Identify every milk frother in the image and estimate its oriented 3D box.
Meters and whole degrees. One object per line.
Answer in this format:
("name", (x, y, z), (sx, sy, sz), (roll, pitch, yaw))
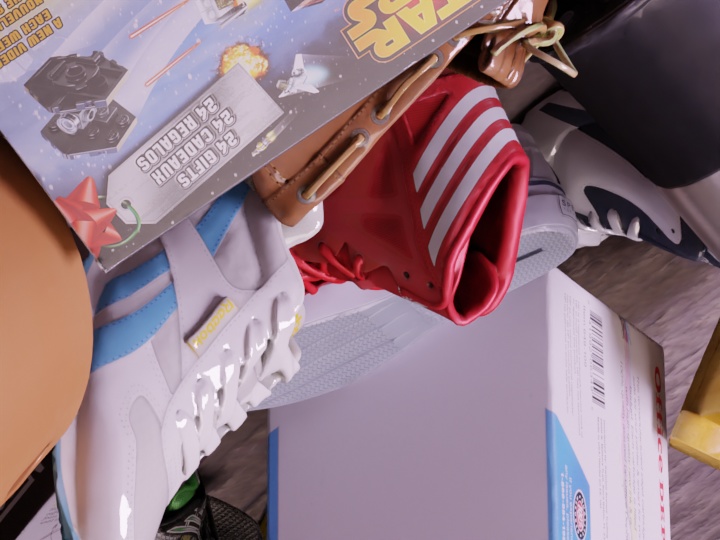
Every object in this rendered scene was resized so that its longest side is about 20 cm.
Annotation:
("milk frother", (0.202, -0.089, 0.892), (0.181, 0.188, 0.200), (-53, -163, -26))

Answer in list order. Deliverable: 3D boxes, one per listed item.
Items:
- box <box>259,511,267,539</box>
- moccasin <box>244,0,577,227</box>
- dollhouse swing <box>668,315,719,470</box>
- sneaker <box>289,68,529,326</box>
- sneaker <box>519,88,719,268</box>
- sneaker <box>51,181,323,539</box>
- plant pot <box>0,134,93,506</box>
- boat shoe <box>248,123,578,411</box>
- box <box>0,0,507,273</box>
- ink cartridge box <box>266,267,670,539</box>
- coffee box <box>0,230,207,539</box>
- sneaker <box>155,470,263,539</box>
("box", (0.030, 0.215, 1.329), (0.121, 0.193, 0.201), (-18, 153, -28))
("moccasin", (0.038, -0.092, 0.849), (0.201, 0.078, 0.074), (-38, -173, -11))
("dollhouse swing", (0.262, 0.021, 1.143), (0.201, 0.181, 0.176), (-66, -168, -5))
("sneaker", (-0.015, -0.006, 0.935), (0.200, 0.116, 0.078), (-44, 153, 27))
("sneaker", (0.132, -0.025, 1.059), (0.079, 0.130, 0.199), (1, 141, -50))
("sneaker", (-0.064, 0.028, 0.842), (0.080, 0.201, 0.077), (10, 145, 4))
("plant pot", (-0.181, 0.024, 0.732), (0.140, 0.200, 0.200), (-30, 164, -50))
("boat shoe", (0.000, 0.000, 1.029), (0.199, 0.067, 0.074), (-22, 149, 6))
("box", (-0.037, -0.110, 0.709), (0.199, 0.040, 0.137), (-33, 119, 2))
("ink cartridge box", (0.059, 0.094, 1.124), (0.145, 0.148, 0.200), (-6, 165, 22))
("coffee box", (-0.160, 0.089, 0.954), (0.079, 0.114, 0.200), (-5, 146, -46))
("sneaker", (-0.099, 0.129, 1.148), (0.085, 0.078, 0.200), (-38, 155, 15))
